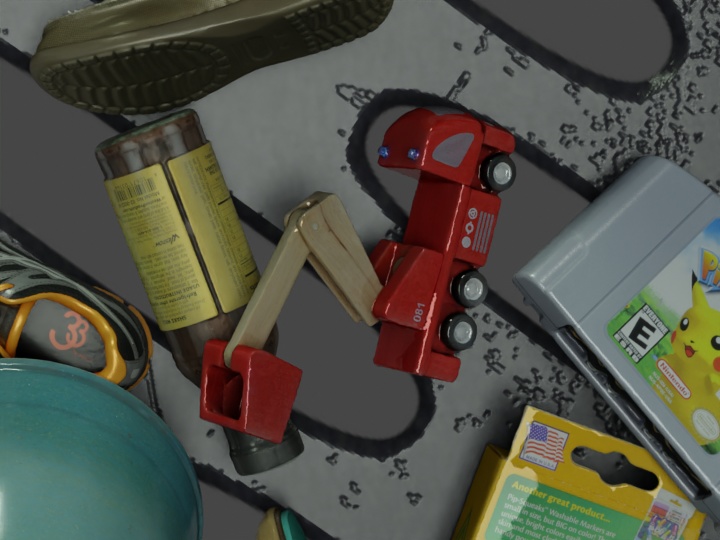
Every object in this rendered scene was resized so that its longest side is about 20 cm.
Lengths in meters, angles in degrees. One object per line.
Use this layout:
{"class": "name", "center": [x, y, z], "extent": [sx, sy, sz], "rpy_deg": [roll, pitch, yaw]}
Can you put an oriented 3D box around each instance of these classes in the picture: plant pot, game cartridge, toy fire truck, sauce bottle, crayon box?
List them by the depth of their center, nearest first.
{"class": "plant pot", "center": [-0.180, 0.178, 1.162], "extent": [0.199, 0.188, 0.201], "rpy_deg": [-1, 119, -2]}
{"class": "toy fire truck", "center": [0.000, 0.000, 1.238], "extent": [0.141, 0.049, 0.201], "rpy_deg": [16, 86, -34]}
{"class": "sauce bottle", "center": [-0.084, 0.014, 1.255], "extent": [0.064, 0.065, 0.201], "rpy_deg": [-19, 98, -6]}
{"class": "game cartridge", "center": [0.192, 0.039, 1.285], "extent": [0.133, 0.040, 0.200], "rpy_deg": [-43, 94, -28]}
{"class": "crayon box", "center": [0.109, 0.186, 1.307], "extent": [0.125, 0.052, 0.201], "rpy_deg": [20, 93, -10]}

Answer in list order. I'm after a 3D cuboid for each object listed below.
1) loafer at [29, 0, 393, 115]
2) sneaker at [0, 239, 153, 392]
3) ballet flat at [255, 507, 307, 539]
{"class": "loafer", "center": [-0.083, -0.140, 1.239], "extent": [0.199, 0.076, 0.068], "rpy_deg": [-14, 63, 0]}
{"class": "sneaker", "center": [-0.204, 0.016, 1.232], "extent": [0.199, 0.077, 0.079], "rpy_deg": [18, 95, -8]}
{"class": "ballet flat", "center": [-0.031, 0.232, 1.286], "extent": [0.063, 0.069, 0.201], "rpy_deg": [-22, 98, 9]}
